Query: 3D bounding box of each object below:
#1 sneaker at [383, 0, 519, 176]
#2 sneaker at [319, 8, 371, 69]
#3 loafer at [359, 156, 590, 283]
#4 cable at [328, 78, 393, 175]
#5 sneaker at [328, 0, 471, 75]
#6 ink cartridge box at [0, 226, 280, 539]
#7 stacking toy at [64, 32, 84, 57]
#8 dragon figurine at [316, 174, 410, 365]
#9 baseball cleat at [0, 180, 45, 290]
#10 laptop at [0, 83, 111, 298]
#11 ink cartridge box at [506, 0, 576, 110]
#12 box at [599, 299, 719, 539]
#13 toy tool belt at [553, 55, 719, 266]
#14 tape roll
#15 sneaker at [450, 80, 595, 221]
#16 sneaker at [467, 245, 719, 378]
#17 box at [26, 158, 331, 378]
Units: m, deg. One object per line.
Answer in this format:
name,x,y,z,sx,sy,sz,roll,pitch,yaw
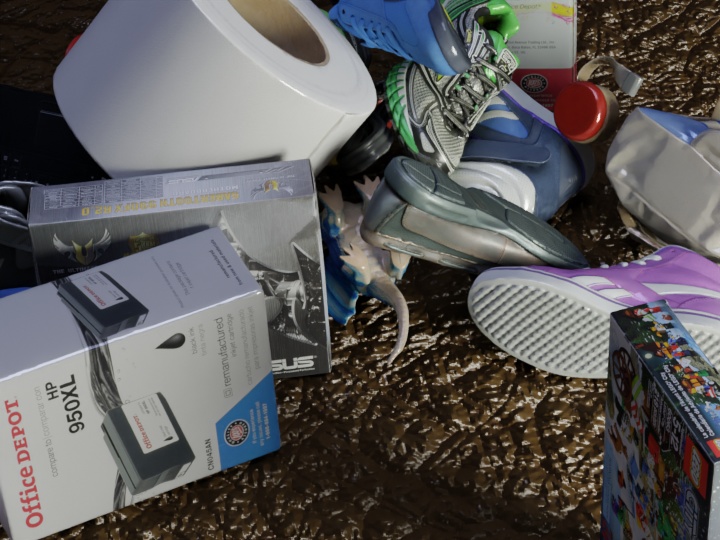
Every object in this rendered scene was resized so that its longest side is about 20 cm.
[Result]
sneaker,0.073,-0.148,1.482,0.084,0.078,0.201,-11,43,26
sneaker,-0.057,-0.204,1.708,0.083,0.077,0.200,23,10,-35
loafer,0.081,-0.022,1.406,0.199,0.063,0.072,24,22,-37
cable,0.012,-0.106,1.519,0.097,0.051,0.200,-31,18,-4
sneaker,0.025,-0.184,1.452,0.078,0.066,0.200,-29,32,0
ink cartridge box,-0.162,0.077,1.286,0.198,0.146,0.084,-19,41,-18
stacking toy,-0.171,-0.208,1.666,0.198,0.086,0.086,-18,32,25
dragon figurine,0.000,0.000,1.438,0.058,0.100,0.201,-17,59,-19
baseball cleat,-0.281,-0.019,1.403,0.198,0.107,0.070,-13,51,5
laptop,-0.271,-0.038,1.476,0.176,0.202,0.103,13,4,20
ink cartridge box,0.109,-0.239,1.616,0.144,0.202,0.083,2,38,7
box,0.185,0.138,1.129,0.037,0.202,0.137,-13,38,-12
toy tool belt,0.250,-0.077,1.485,0.200,0.126,0.122,39,21,34
tape roll,-0.105,-0.136,1.417,0.202,0.139,0.203,36,22,-16
sneaker,0.072,-0.093,1.532,0.199,0.081,0.146,33,47,31
sneaker,0.180,0.021,1.393,0.198,0.073,0.115,14,37,5
box,-0.123,0.008,1.360,0.198,0.160,0.049,-6,38,-3
